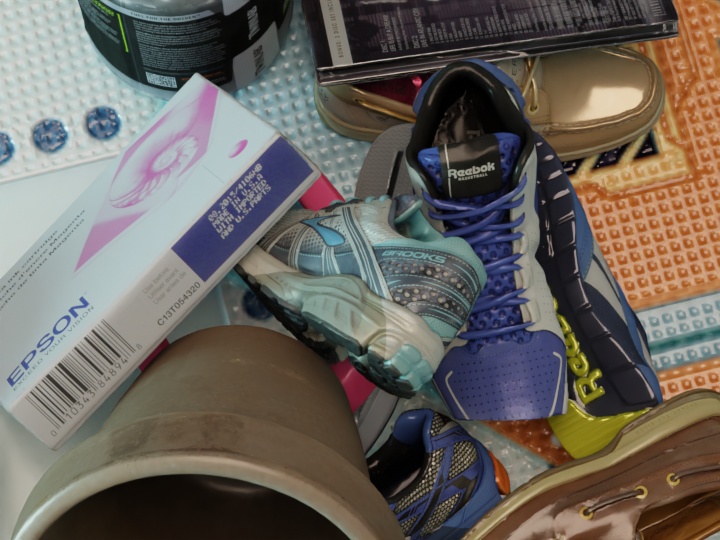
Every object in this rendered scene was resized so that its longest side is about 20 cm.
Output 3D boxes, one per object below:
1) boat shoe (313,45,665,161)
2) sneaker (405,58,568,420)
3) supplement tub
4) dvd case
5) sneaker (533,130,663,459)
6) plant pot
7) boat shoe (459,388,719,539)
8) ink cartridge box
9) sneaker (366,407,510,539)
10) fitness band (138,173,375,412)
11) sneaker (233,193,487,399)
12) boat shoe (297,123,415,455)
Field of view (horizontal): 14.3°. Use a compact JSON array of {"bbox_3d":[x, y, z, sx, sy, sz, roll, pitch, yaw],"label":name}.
[{"bbox_3d":[0.073,-0.103,1.610,0.200,0.069,0.074,-1,75,0],"label":"boat shoe"},{"bbox_3d":[0.057,-0.021,1.485,0.080,0.115,0.200,-8,82,6],"label":"sneaker"},{"bbox_3d":[-0.099,-0.177,1.561,0.122,0.200,0.123,0,75,0],"label":"supplement tub"},{"bbox_3d":[0.066,-0.161,1.611,0.200,0.016,0.149,-8,38,-3],"label":"dvd case"},{"bbox_3d":[0.108,0.017,1.574,0.074,0.082,0.200,-24,78,14],"label":"sneaker"},{"bbox_3d":[-0.069,0.119,1.422,0.200,0.200,0.175,5,35,1],"label":"plant pot"},{"bbox_3d":[0.123,0.138,1.481,0.200,0.072,0.068,-32,53,-10],"label":"boat shoe"},{"bbox_3d":[-0.129,-0.015,1.513,0.196,0.200,0.043,-47,116,-3],"label":"ink cartridge box"},{"bbox_3d":[-0.012,0.147,1.528,0.200,0.078,0.075,-45,40,-17],"label":"sneaker"},{"bbox_3d":[-0.062,0.010,1.561,0.144,0.037,0.200,-39,53,3],"label":"fitness band"},{"bbox_3d":[0.000,0.000,1.451,0.086,0.200,0.078,-47,123,-9],"label":"sneaker"},{"bbox_3d":[0.018,0.020,1.579,0.072,0.062,0.200,11,79,41],"label":"boat shoe"}]
